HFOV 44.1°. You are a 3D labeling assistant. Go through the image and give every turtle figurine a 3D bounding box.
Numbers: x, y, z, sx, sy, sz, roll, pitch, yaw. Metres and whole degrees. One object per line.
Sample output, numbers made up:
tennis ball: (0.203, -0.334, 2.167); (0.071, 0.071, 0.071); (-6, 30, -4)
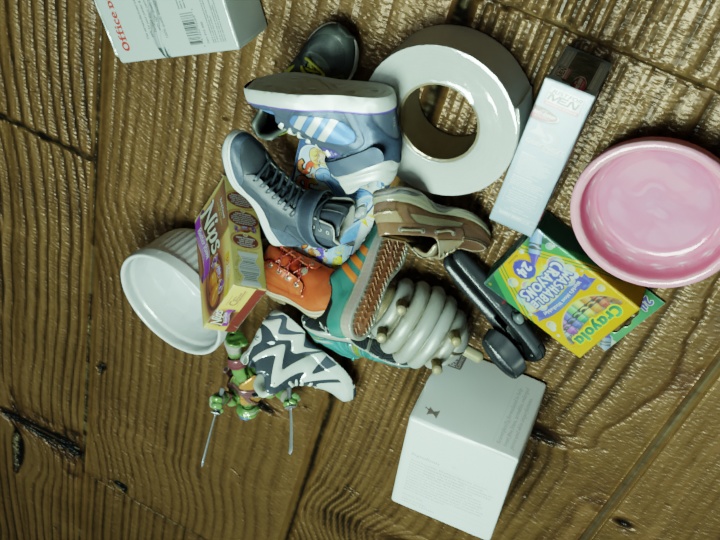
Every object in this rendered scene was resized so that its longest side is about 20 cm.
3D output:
turtle figurine: (-0.173, 0.200, 1.480); (0.144, 0.200, 0.194); (7, 119, 5)

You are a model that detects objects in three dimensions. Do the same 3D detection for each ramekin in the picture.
ramekin: (-0.274, 0.026, 1.425); (0.200, 0.105, 0.200); (22, 137, 22)

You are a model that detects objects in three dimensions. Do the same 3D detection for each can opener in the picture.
can opener: (0.188, 0.053, 1.244); (0.063, 0.079, 0.200); (-27, 99, 48)

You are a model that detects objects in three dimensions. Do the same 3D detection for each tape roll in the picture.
tape roll: (0.107, -0.195, 1.095); (0.202, 0.071, 0.203); (14, 129, 19)

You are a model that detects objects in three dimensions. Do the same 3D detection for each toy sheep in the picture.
toy sheep: (0.088, 0.081, 1.271); (0.200, 0.138, 0.138); (34, 133, -7)

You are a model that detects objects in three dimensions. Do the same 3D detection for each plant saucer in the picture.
plant saucer: (0.356, -0.074, 1.066); (0.200, 0.051, 0.201); (15, 130, 19)

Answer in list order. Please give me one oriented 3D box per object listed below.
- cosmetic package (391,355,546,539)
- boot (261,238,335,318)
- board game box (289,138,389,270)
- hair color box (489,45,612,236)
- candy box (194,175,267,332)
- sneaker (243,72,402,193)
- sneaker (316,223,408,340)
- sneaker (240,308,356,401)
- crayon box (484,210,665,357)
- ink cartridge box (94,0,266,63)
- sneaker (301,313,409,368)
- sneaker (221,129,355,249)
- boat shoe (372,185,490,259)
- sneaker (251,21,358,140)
cosmetic package: (0.161, 0.260, 1.340); (0.165, 0.165, 0.200); (20, 132, 13)
boot: (-0.093, 0.007, 1.310); (0.200, 0.075, 0.107); (11, 148, 40)
board game box: (-0.038, -0.092, 1.273); (0.135, 0.034, 0.200); (25, 132, 10)
hair color box: (0.222, -0.150, 1.047); (0.061, 0.099, 0.200); (25, 132, 10)
candy box: (-0.192, -0.025, 1.302); (0.056, 0.200, 0.117); (10, 141, -30)
sneaker: (-0.046, -0.160, 1.101); (0.200, 0.081, 0.147); (8, 124, 16)
sneaker: (0.000, 0.000, 1.224); (0.080, 0.200, 0.071); (8, 152, 37)
sneaker: (-0.108, 0.172, 1.424); (0.199, 0.130, 0.079); (48, 168, -25)
crayon box: (0.282, 0.030, 1.182); (0.200, 0.052, 0.126); (37, 133, -2)
ink cartridge box: (-0.241, -0.359, 1.151); (0.200, 0.083, 0.147); (2, 124, 26)
sneaker: (0.003, 0.105, 1.387); (0.200, 0.078, 0.080); (18, 148, 23)
sneaker: (-0.089, -0.107, 1.194); (0.146, 0.077, 0.202); (9, 145, 36)
boat shoe: (0.091, -0.048, 1.156); (0.200, 0.072, 0.076); (16, 162, -36)
sneaker: (-0.073, -0.234, 1.152); (0.074, 0.085, 0.200); (39, 132, -4)
